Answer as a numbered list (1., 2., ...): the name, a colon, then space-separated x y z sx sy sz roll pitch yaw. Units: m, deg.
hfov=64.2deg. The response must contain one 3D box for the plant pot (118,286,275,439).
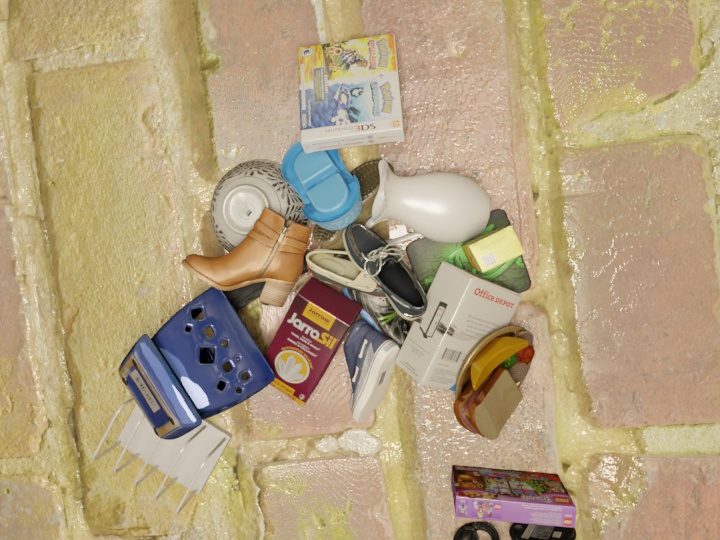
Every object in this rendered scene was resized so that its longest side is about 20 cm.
1. plant pot: -0.299 0.175 1.009 0.179 0.200 0.201 -32 88 -38

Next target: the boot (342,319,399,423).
1. boot: 0.005 0.185 1.060 0.090 0.073 0.201 38 126 27

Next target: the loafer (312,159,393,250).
1. loafer: -0.009 -0.118 1.056 0.076 0.067 0.200 37 82 31

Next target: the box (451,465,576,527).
1. box: 0.264 0.397 1.020 0.199 0.137 0.039 3 94 6

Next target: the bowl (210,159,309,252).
1. bowl: -0.199 -0.111 1.063 0.199 0.094 0.202 0 93 5

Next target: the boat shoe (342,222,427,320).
1. boat shoe: 0.041 -0.005 0.961 0.075 0.062 0.201 -30 77 -16

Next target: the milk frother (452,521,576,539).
1. milk frother: 0.287 0.563 1.044 0.199 0.180 0.189 -4 94 50

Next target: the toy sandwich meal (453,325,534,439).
1. toy sandwich meal: 0.243 0.192 0.995 0.204 0.070 0.206 -17 122 -28

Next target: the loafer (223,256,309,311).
1. loafer: -0.181 0.029 1.086 0.200 0.068 0.071 -22 102 10

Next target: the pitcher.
1. pitcher: 0.112 -0.098 1.016 0.199 0.122 0.172 9 135 -13

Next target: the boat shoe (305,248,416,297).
1. boat shoe: 0.000 0.000 1.022 0.199 0.063 0.072 10 71 10

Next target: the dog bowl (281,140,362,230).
1. dog bowl: -0.065 -0.154 1.026 0.111 0.050 0.201 -32 58 3

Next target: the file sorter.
1. file sorter: -0.380 0.340 1.096 0.199 0.125 0.139 30 96 4

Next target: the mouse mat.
1. mouse mat: 0.200 -0.008 1.069 0.199 0.008 0.162 -21 91 6

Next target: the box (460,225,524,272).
1. box: 0.215 -0.036 0.961 0.075 0.200 0.050 -26 90 6

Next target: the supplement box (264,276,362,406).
1. supplement box: -0.095 0.129 1.041 0.110 0.086 0.201 31 115 3

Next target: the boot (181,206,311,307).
1. boot: -0.192 -0.037 0.991 0.199 0.077 0.156 20 99 -10

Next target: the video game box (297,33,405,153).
1. video game box: -0.019 -0.316 1.024 0.181 0.047 0.201 -6 72 4

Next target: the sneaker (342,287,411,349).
1. sneaker: 0.057 0.078 1.057 0.200 0.071 0.083 43 103 5

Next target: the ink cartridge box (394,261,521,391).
1. ink cartridge box: 0.171 0.102 1.002 0.146 0.084 0.201 19 99 -39
